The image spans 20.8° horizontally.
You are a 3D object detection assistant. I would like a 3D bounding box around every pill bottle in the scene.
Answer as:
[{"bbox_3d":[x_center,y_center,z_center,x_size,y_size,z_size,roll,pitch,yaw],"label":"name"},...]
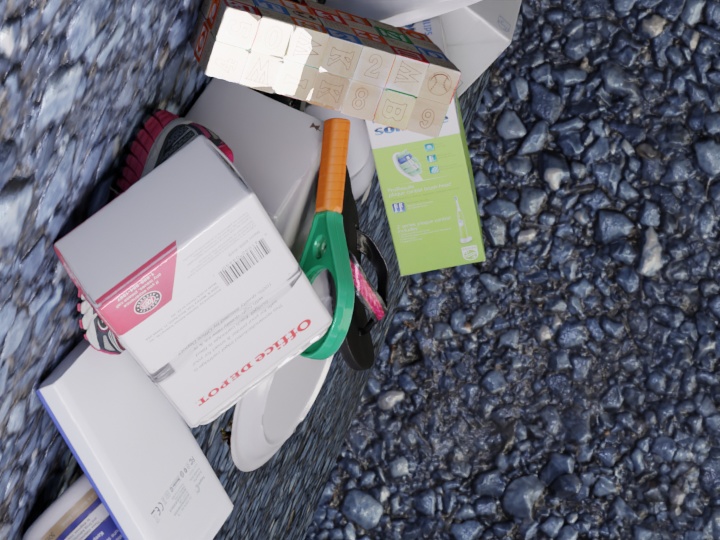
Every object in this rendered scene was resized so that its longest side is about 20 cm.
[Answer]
[{"bbox_3d":[-0.048,-0.098,1.884,0.109,0.109,0.200,-66,-174,-16],"label":"pill bottle"},{"bbox_3d":[-0.184,0.264,1.683,0.116,0.200,0.116,-44,178,-2],"label":"pill bottle"}]

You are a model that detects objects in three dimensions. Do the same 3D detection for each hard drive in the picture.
[{"bbox_3d":[-0.182,0.148,1.614,0.200,0.025,0.132,62,28,-15],"label":"hard drive"}]

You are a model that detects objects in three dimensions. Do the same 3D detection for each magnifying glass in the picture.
[{"bbox_3d":[-0.027,-0.026,1.615,0.080,0.022,0.201,-10,-107,56],"label":"magnifying glass"}]

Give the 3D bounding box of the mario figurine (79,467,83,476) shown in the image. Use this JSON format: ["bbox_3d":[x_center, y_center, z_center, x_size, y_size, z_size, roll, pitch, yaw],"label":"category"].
[{"bbox_3d":[-0.232,0.217,1.865,0.123,0.106,0.200,-27,144,-17],"label":"mario figurine"}]

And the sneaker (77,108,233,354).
[{"bbox_3d":[-0.167,-0.024,1.555,0.081,0.074,0.200,-36,148,-75],"label":"sneaker"}]

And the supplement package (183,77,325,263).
[{"bbox_3d":[-0.109,-0.047,1.711,0.200,0.119,0.121,103,15,-51],"label":"supplement package"}]

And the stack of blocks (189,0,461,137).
[{"bbox_3d":[-0.032,-0.174,1.579,0.115,0.199,0.059,-121,-132,-64],"label":"stack of blocks"}]

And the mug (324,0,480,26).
[{"bbox_3d":[0.043,-0.309,1.683,0.147,0.200,0.176,-19,94,-51],"label":"mug"}]

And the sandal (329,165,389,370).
[{"bbox_3d":[0.000,0.000,1.705,0.075,0.045,0.201,-70,156,-62],"label":"sandal"}]

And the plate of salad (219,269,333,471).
[{"bbox_3d":[-0.071,0.079,1.712,0.200,0.048,0.200,-57,160,-33],"label":"plate of salad"}]

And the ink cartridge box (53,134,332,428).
[{"bbox_3d":[-0.123,0.013,1.504,0.146,0.085,0.200,-37,143,-5],"label":"ink cartridge box"}]

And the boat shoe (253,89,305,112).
[{"bbox_3d":[-0.077,-0.182,1.768,0.200,0.074,0.066,-55,148,9],"label":"boat shoe"}]

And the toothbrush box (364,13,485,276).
[{"bbox_3d":[0.055,-0.119,1.811,0.146,0.086,0.200,-95,174,-47],"label":"toothbrush box"}]

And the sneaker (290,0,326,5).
[{"bbox_3d":[-0.040,-0.308,1.623,0.074,0.080,0.200,-45,154,-66],"label":"sneaker"}]

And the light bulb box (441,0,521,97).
[{"bbox_3d":[0.056,-0.248,1.943,0.198,0.125,0.200,-44,-164,35],"label":"light bulb box"}]
